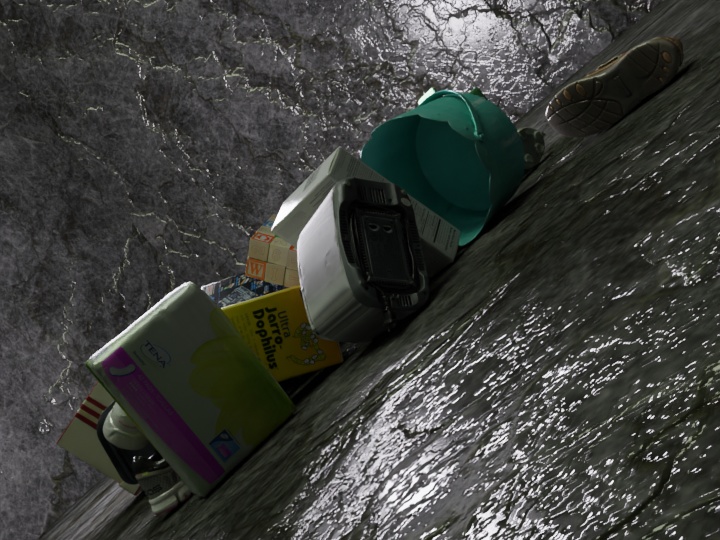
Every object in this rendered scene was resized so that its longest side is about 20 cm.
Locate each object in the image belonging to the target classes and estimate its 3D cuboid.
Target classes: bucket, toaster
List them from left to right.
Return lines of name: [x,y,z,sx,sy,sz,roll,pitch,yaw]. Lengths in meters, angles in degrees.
toaster: [0.000,0.000,1.115,0.113,0.200,0.129,4,-29,-31]
bucket: [0.114,-0.138,1.294,0.207,0.207,0.135,-38,0,43]

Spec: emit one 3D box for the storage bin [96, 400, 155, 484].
storage bin: [-0.234,0.212,1.328,0.134,0.146,0.200,0,31,41]

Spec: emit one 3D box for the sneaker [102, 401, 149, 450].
sneaker: [-0.264,0.134,1.236,0.200,0.078,0.099,-83,19,-52]

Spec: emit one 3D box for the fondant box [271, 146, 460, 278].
fondant box: [0.007,-0.051,1.242,0.144,0.200,0.058,-38,24,44]

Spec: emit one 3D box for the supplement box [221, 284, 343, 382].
supplement box: [-0.136,0.092,1.213,0.200,0.110,0.109,-17,0,-9]

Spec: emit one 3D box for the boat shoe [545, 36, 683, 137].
boat shoe: [0.325,-0.232,1.213,0.200,0.076,0.072,-25,10,45]

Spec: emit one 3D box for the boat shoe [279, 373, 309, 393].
boat shoe: [-0.098,0.122,1.332,0.072,0.072,0.200,-28,14,35]

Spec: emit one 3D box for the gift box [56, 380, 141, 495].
gift box: [-0.387,0.268,1.668,0.200,0.187,0.185,-56,2,-4]

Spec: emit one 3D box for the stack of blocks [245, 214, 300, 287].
stack of blocks: [-0.052,-0.014,1.378,0.115,0.200,0.059,-61,-16,-66]

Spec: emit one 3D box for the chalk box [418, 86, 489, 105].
chalk box: [0.163,-0.208,1.582,0.124,0.200,0.124,-42,3,-25]

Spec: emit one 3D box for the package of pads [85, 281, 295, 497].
package of pads: [-0.188,0.131,1.088,0.154,0.200,0.068,-42,9,-22]

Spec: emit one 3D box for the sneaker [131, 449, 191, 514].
sneaker: [-0.205,0.207,1.197,0.200,0.087,0.074,-43,12,-23]

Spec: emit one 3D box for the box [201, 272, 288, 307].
box: [-0.156,0.058,1.383,0.159,0.046,0.200,-19,24,3]

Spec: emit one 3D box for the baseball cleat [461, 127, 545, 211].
baseball cleat: [0.202,-0.147,1.457,0.200,0.070,0.106,-42,4,-35]
